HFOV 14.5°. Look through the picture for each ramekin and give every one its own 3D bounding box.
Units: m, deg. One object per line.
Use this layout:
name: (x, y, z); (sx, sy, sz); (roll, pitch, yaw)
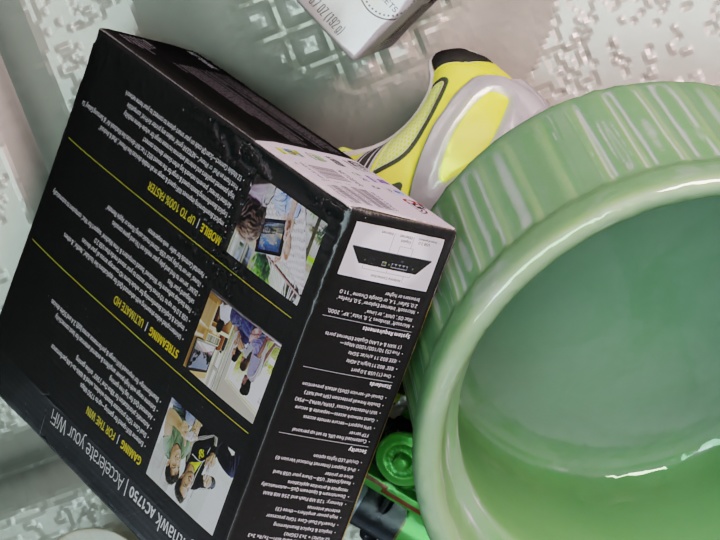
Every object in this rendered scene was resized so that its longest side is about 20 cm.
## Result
ramekin: (0.107, 0.031, 1.003); (0.200, 0.098, 0.200); (-6, 122, -10)

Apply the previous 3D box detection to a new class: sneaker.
sneaker: (0.000, 0.000, 1.078); (0.200, 0.075, 0.076); (-42, 68, 13)

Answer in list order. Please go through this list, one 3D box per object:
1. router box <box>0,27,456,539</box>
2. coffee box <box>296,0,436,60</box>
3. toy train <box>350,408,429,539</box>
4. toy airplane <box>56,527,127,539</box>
router box: (-0.058, 0.013, 1.027); (0.051, 0.200, 0.149); (12, 105, -35)
coffee box: (0.038, -0.186, 1.024); (0.200, 0.080, 0.113); (-43, 89, 15)
toy train: (0.081, 0.121, 1.091); (0.200, 0.042, 0.056); (31, 114, 5)
toy airplane: (-0.043, 0.211, 1.074); (0.200, 0.141, 0.199); (10, 92, 16)
